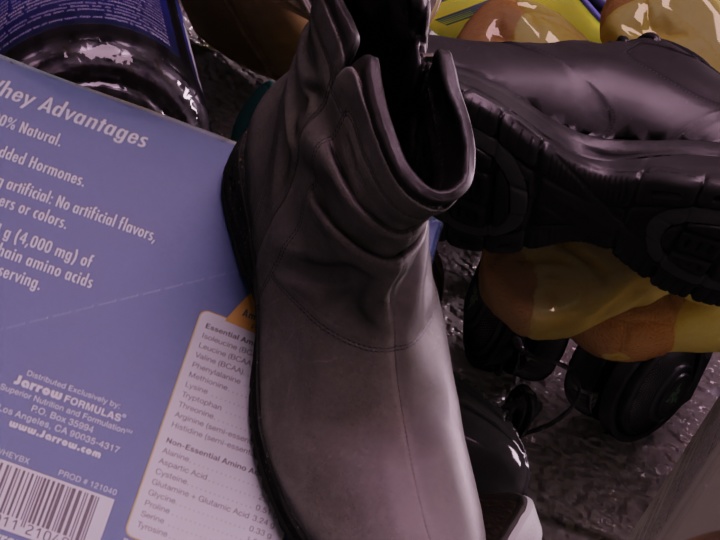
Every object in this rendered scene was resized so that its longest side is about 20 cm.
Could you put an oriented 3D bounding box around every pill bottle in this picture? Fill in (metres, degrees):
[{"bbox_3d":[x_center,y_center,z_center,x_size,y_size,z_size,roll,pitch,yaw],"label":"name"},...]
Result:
[{"bbox_3d":[-0.128,-0.077,0.954,0.111,0.112,0.200,10,28,-17],"label":"pill bottle"}]

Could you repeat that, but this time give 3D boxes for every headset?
[{"bbox_3d":[0.098,0.045,1.003,0.123,0.094,0.200,26,21,11],"label":"headset"}]

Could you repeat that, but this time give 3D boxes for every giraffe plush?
[{"bbox_3d":[0.133,-0.021,0.901,0.199,0.162,0.173,5,66,9],"label":"giraffe plush"}]

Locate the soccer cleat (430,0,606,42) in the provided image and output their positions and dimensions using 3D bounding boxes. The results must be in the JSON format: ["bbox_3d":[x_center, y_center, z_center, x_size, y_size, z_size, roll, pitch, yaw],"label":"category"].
[{"bbox_3d":[0.092,-0.162,1.220,0.199,0.084,0.065,23,37,0],"label":"soccer cleat"}]

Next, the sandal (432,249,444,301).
[{"bbox_3d":[0.000,0.000,0.896,0.081,0.200,0.055,16,77,6],"label":"sandal"}]

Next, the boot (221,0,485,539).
[{"bbox_3d":[0.004,0.002,0.664,0.067,0.131,0.201,-8,65,-21],"label":"boot"}]

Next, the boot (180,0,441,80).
[{"bbox_3d":[-0.028,-0.140,1.045,0.175,0.200,0.066,32,81,14],"label":"boot"}]

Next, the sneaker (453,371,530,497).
[{"bbox_3d":[-0.027,0.077,0.888,0.199,0.076,0.091,15,43,4],"label":"sneaker"}]

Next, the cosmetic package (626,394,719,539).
[{"bbox_3d":[0.137,0.123,0.801,0.071,0.200,0.105,29,38,5],"label":"cosmetic package"}]

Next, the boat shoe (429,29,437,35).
[{"bbox_3d":[0.030,-0.081,1.063,0.062,0.075,0.200,43,11,1],"label":"boat shoe"}]

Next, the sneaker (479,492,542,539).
[{"bbox_3d":[0.038,0.157,0.786,0.073,0.085,0.200,-8,13,23],"label":"sneaker"}]

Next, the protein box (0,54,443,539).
[{"bbox_3d":[-0.099,0.059,0.758,0.198,0.135,0.201,20,58,-5],"label":"protein box"}]

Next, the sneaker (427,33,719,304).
[{"bbox_3d":[0.082,-0.052,0.786,0.199,0.076,0.091,18,49,2],"label":"sneaker"}]

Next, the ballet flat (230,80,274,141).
[{"bbox_3d":[-0.037,-0.022,1.006,0.067,0.067,0.200,37,31,-18],"label":"ballet flat"}]
